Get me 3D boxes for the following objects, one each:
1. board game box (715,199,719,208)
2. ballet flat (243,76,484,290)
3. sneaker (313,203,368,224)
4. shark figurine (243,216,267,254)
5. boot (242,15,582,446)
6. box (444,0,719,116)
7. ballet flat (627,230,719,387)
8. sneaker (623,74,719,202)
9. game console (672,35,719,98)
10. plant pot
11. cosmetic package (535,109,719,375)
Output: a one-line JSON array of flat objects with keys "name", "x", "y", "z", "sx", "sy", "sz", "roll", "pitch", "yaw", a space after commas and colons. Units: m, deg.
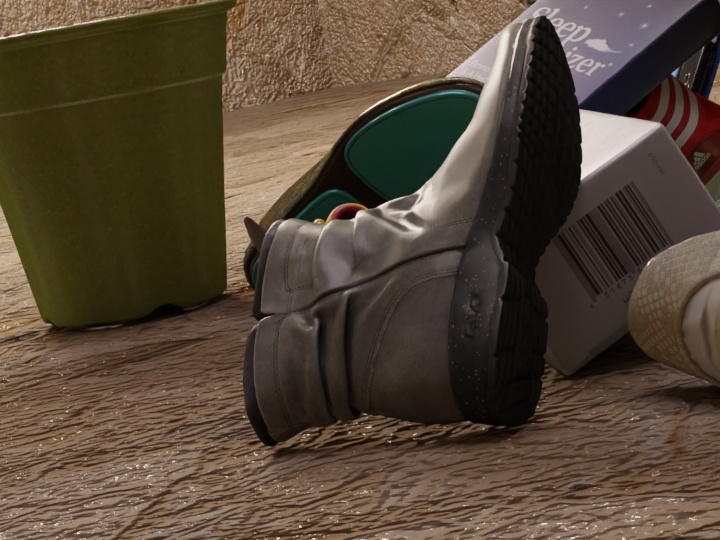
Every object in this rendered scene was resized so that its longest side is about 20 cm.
[{"name": "board game box", "x": 0.209, "y": -0.019, "z": 1.190, "sx": 0.095, "sy": 0.030, "sz": 0.200, "roll": -9, "pitch": 10, "yaw": 4}, {"name": "ballet flat", "x": 0.006, "y": -0.057, "z": 1.300, "sx": 0.200, "sy": 0.071, "sz": 0.071, "roll": -42, "pitch": -7, "yaw": 26}, {"name": "sneaker", "x": 0.000, "y": 0.000, "z": 1.090, "sx": 0.073, "sy": 0.077, "sz": 0.200, "roll": -11, "pitch": 11, "yaw": -15}, {"name": "shark figurine", "x": 0.048, "y": -0.026, "z": 1.239, "sx": 0.214, "sy": 0.090, "sz": 0.128, "roll": -8, "pitch": 6, "yaw": 4}, {"name": "boot", "x": 0.017, "y": -0.021, "z": 0.930, "sx": 0.131, "sy": 0.200, "sz": 0.068, "roll": -2, "pitch": -32, "yaw": 27}, {"name": "box", "x": 0.134, "y": -0.131, "z": 1.327, "sx": 0.200, "sy": 0.032, "sz": 0.121, "roll": -40, "pitch": 34, "yaw": -16}, {"name": "ballet flat", "x": 0.179, "y": 0.018, "z": 0.824, "sx": 0.200, "sy": 0.067, "sz": 0.062, "roll": -5, "pitch": 19, "yaw": 36}, {"name": "sneaker", "x": 0.205, "y": -0.100, "z": 1.382, "sx": 0.078, "sy": 0.116, "sz": 0.200, "roll": -47, "pitch": -1, "yaw": 9}, {"name": "game console", "x": 0.164, "y": -0.107, "z": 1.595, "sx": 0.118, "sy": 0.171, "sz": 0.200, "roll": 16, "pitch": 4, "yaw": -9}, {"name": "plant pot", "x": -0.161, "y": -0.067, "z": 1.413, "sx": 0.200, "sy": 0.190, "sz": 0.200, "roll": -10, "pitch": 8, "yaw": 2}, {"name": "cosmetic package", "x": 0.098, "y": -0.019, "z": 1.049, "sx": 0.101, "sy": 0.071, "sz": 0.200, "roll": -36, "pitch": 10, "yaw": -1}]
